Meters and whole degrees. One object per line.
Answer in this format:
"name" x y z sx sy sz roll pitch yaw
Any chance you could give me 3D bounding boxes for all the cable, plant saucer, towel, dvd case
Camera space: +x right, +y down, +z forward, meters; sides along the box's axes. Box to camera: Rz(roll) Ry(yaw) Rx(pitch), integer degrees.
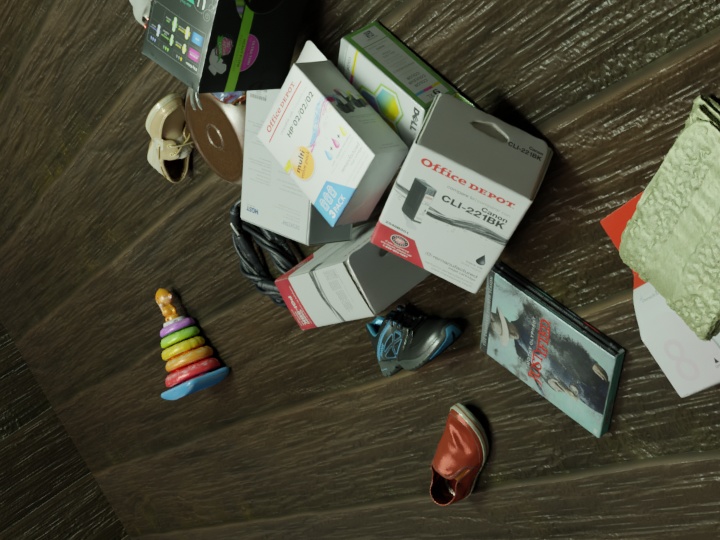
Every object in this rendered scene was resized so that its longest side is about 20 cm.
"cable" -0.142 -0.008 1.955 0.201 0.050 0.164 50 150 13
"plant saucer" -0.205 -0.205 1.882 0.200 0.036 0.202 38 146 33
"towel" 0.327 -0.046 1.181 0.149 0.036 0.202 51 137 32
"dvd case" 0.226 0.095 1.522 0.199 0.022 0.147 39 145 32

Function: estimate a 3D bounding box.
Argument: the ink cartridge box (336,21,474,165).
"ink cartridge box" 0.055 -0.187 1.477 0.200 0.059 0.105 44 148 24

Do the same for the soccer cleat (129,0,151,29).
"soccer cleat" -0.295 -0.415 1.793 0.078 0.069 0.200 60 154 2

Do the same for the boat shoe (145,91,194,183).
"boat shoe" -0.291 -0.205 1.981 0.069 0.073 0.201 48 159 13

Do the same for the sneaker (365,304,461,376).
"sneaker" 0.064 0.089 1.710 0.083 0.073 0.199 60 150 -1

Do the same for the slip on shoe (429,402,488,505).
"slip on shoe" 0.134 0.264 1.779 0.074 0.061 0.202 42 145 29

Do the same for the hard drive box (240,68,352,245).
"hard drive box" -0.079 -0.150 1.630 0.155 0.076 0.204 22 112 47

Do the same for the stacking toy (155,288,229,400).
"stacking toy" -0.334 0.127 2.338 0.115 0.109 0.203 -26 84 45

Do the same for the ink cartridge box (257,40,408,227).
"ink cartridge box" -0.047 -0.164 1.487 0.201 0.067 0.116 50 128 23

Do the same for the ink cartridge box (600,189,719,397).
"ink cartridge box" 0.326 0.016 1.271 0.201 0.057 0.162 52 150 2

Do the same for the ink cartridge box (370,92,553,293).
"ink cartridge box" 0.110 -0.083 1.418 0.143 0.084 0.201 26 145 1

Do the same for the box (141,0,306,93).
"box" -0.156 -0.331 1.516 0.124 0.147 0.203 35 122 34

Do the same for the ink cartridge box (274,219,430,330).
"ink cartridge box" 0.000 0.000 1.648 0.084 0.146 0.199 60 151 -9

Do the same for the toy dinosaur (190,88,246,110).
"toy dinosaur" -0.186 -0.316 1.738 0.182 0.103 0.203 117 149 -63
